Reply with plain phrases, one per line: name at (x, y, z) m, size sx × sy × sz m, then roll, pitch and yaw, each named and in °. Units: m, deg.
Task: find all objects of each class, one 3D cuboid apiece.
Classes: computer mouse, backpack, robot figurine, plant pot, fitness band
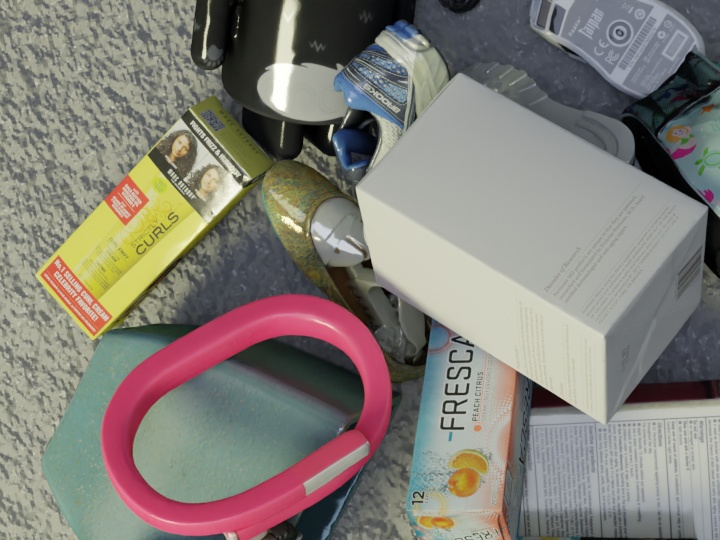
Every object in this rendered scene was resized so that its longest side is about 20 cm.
computer mouse at (0.166, -0.193, 1.261) m, size 0.200 × 0.044 × 0.110 m, roll 35°, pitch 104°, yaw 6°
backpack at (0.281, -0.057, 1.158) m, size 0.150 × 0.200 × 0.178 m, roll -37°, pitch 110°, yaw 12°
robot figurine at (-0.038, -0.185, 1.237) m, size 0.124 × 0.150 × 0.201 m, roll 16°, pitch 117°, yaw 16°
plant pot at (-0.114, 0.136, 1.248) m, size 0.199 × 0.196 × 0.197 m, roll 29°, pitch 97°, yaw 10°
fitness band at (-0.073, 0.096, 1.115) m, size 0.199 × 0.038 × 0.144 m, roll -28°, pitch 59°, yaw -15°

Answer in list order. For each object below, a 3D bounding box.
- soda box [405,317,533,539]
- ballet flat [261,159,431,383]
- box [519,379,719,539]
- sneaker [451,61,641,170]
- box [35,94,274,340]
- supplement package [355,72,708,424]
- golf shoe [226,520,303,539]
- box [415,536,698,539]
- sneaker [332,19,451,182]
soda box at (0.080, 0.095, 1.167) m, size 0.068 × 0.064 × 0.201 m, roll -1°, pitch 52°, yaw 16°
ballet flat at (0.000, 0.000, 1.252) m, size 0.070 × 0.071 × 0.201 m, roll -27°, pitch 112°, yaw 8°
box at (0.204, 0.151, 1.240) m, size 0.199 × 0.109 × 0.129 m, roll -3°, pitch 93°, yaw 8°
sneaker at (0.127, -0.086, 1.234) m, size 0.076 × 0.081 × 0.200 m, roll -44°, pitch 47°, yaw -9°
box at (-0.158, -0.038, 1.281) m, size 0.200 × 0.050 × 0.075 m, roll -42°, pitch 89°, yaw 27°
supplement package at (0.114, -0.017, 1.122) m, size 0.199 × 0.121 × 0.120 m, roll 32°, pitch 67°, yaw 24°
golf shoe at (-0.130, 0.217, 1.120) m, size 0.200 × 0.077 × 0.088 m, roll -39°, pitch 62°, yaw 7°
box at (0.134, 0.214, 1.158) m, size 0.199 × 0.082 × 0.049 m, roll -1°, pitch 94°, yaw 8°
sneaker at (0.020, -0.088, 1.223) m, size 0.085 × 0.201 × 0.077 m, roll -32°, pitch 49°, yaw -15°
